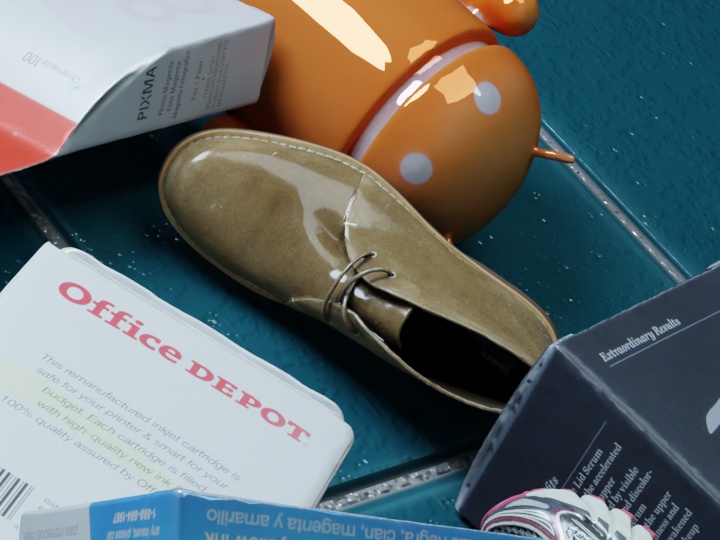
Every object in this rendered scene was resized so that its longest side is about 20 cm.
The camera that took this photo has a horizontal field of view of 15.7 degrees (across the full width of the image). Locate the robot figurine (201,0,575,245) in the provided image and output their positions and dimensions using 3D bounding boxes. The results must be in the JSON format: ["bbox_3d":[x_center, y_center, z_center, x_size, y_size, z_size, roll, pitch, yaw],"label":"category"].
[{"bbox_3d":[0.005,-0.090,1.232,0.200,0.117,0.143,44,38,20],"label":"robot figurine"}]

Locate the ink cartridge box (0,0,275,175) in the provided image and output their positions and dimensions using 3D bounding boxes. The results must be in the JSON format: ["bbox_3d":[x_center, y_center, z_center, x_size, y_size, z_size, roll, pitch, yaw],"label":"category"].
[{"bbox_3d":[-0.162,-0.103,1.154,0.162,0.057,0.199,28,26,32],"label":"ink cartridge box"}]

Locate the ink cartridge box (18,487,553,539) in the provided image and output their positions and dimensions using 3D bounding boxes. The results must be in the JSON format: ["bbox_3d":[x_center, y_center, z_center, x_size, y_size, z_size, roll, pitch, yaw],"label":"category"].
[{"bbox_3d":[-0.025,0.176,0.777,0.144,0.147,0.202,10,79,-24],"label":"ink cartridge box"}]

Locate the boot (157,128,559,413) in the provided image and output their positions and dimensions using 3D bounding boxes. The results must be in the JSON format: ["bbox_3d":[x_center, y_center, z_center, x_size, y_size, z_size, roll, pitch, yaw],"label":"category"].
[{"bbox_3d":[0.000,0.000,1.140,0.199,0.074,0.075,30,11,-1],"label":"boot"}]

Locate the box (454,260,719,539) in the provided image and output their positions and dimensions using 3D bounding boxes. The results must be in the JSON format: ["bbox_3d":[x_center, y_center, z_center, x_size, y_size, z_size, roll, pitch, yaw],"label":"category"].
[{"bbox_3d":[0.166,0.109,1.107,0.200,0.105,0.148,44,38,22],"label":"box"}]

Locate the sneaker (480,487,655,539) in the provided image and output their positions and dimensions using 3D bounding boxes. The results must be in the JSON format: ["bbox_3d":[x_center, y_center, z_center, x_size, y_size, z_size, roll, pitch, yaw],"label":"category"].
[{"bbox_3d":[0.096,0.167,1.007,0.074,0.081,0.201,-3,47,-32],"label":"sneaker"}]

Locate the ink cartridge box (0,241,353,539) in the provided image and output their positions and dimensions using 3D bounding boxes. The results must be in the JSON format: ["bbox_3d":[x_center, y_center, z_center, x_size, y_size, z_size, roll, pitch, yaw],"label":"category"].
[{"bbox_3d":[-0.106,0.099,0.948,0.145,0.084,0.200,32,36,2],"label":"ink cartridge box"}]
